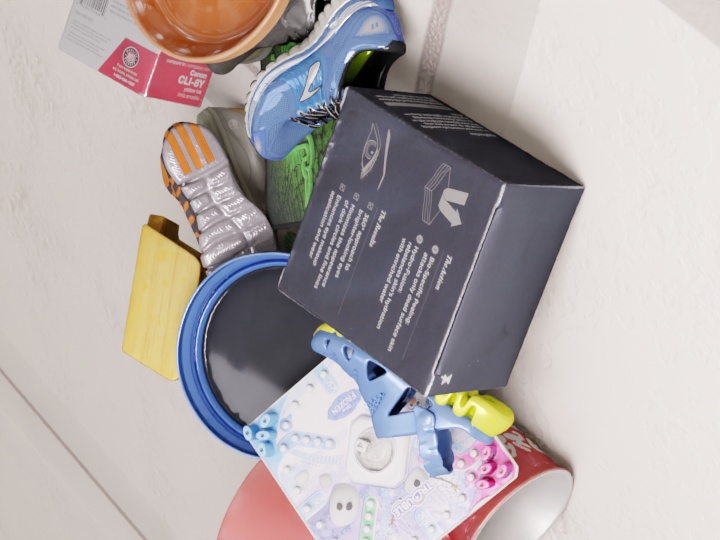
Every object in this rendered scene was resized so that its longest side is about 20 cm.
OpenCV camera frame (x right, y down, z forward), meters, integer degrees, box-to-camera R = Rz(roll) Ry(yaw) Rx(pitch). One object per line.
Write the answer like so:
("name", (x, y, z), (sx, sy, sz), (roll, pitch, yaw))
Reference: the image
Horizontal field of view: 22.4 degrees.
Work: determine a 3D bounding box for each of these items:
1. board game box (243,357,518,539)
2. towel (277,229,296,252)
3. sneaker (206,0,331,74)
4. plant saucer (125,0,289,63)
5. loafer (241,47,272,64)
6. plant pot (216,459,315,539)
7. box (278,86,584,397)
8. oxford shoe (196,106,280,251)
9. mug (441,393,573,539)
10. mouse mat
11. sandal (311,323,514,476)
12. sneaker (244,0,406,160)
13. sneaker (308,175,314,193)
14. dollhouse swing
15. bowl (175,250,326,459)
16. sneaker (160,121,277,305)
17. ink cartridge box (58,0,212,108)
("board game box", (0.013, 0.166, 1.674), (0.200, 0.026, 0.201), (-40, 72, 14))
("towel", (-0.046, 0.055, 1.878), (0.200, 0.023, 0.154), (-125, 25, -55))
("sneaker", (-0.073, -0.235, 1.658), (0.091, 0.076, 0.200), (49, 128, 2))
("plant saucer", (-0.131, -0.285, 1.622), (0.199, 0.032, 0.202), (0, 89, 34))
("loafer", (-0.149, -0.232, 1.801), (0.200, 0.069, 0.076), (-17, 87, 58))
("plant pot", (-0.031, 0.297, 1.975), (0.177, 0.200, 0.202), (31, 139, 26))
("box", (0.057, -0.027, 1.565), (0.200, 0.117, 0.198), (35, 114, 37))
("oxford shoe", (-0.110, -0.080, 1.886), (0.075, 0.057, 0.202), (-8, 103, 68))
("mug", (0.074, 0.181, 1.733), (0.200, 0.177, 0.134), (46, 139, 31))
("mouse mat", (-0.054, -0.144, 1.731), (0.160, 0.007, 0.202), (-8, 83, 58))
("sandal", (0.034, 0.114, 1.616), (0.199, 0.079, 0.088), (32, 97, 22))
("sneaker", (-0.031, -0.161, 1.626), (0.200, 0.078, 0.090), (-46, 57, 34))
("sneaker", (0.035, -0.058, 1.703), (0.200, 0.079, 0.096), (42, 125, 26))
("dollhouse swing", (-0.141, 0.050, 1.888), (0.200, 0.174, 0.184), (46, -127, -86))
("bowl", (-0.079, 0.081, 1.747), (0.199, 0.039, 0.203), (1, 94, 15))
("sneaker", (-0.142, -0.057, 1.825), (0.112, 0.077, 0.202), (-165, 55, -79))
("ink cartridge box", (-0.190, -0.277, 1.740), (0.145, 0.083, 0.201), (31, 106, 39))
